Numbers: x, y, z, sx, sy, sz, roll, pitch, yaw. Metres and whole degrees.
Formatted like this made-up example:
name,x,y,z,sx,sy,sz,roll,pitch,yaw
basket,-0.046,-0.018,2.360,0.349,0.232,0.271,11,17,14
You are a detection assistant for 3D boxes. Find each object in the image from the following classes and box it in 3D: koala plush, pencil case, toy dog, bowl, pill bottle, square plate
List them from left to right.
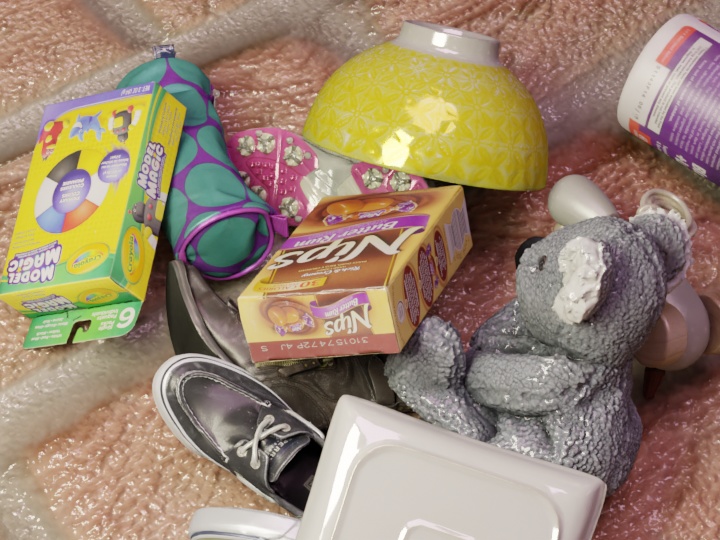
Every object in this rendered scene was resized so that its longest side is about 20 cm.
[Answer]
name,x,y,z,sx,sy,sz,roll,pitch,yaw
pencil case,-0.132,-0.084,1.854,0.092,0.085,0.200,-17,50,-12
square plate,0.051,0.208,1.606,0.200,0.028,0.199,18,82,-3
bowl,0.061,-0.138,1.852,0.200,0.108,0.200,12,11,-2
koala plush,0.157,0.044,1.689,0.184,0.200,0.177,42,28,24
toy dog,0.210,0.021,1.824,0.132,0.096,0.200,11,35,-23
pill bottle,0.323,-0.119,1.932,0.200,0.112,0.111,34,55,20

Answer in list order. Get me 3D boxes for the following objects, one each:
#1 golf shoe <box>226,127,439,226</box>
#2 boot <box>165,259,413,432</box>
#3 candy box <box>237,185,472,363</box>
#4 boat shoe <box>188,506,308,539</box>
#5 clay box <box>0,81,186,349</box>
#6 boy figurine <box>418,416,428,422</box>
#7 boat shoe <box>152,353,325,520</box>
name,x,y,z,sx,sy,sz,roll,pitch,yaw
golf shoe,-0.018,-0.065,1.883,0.200,0.075,0.091,19,8,27
boot,-0.041,0.054,1.781,0.174,0.069,0.200,-22,66,-24
candy box,0.000,0.000,1.715,0.116,0.057,0.200,-5,23,20
boat shoe,-0.029,0.219,1.638,0.200,0.072,0.062,16,67,6
clay box,-0.208,-0.041,1.788,0.115,0.048,0.200,-9,57,33
boy figurine,0.101,0.189,1.677,0.200,0.065,0.124,36,38,20
boat shoe,-0.062,0.130,1.662,0.200,0.068,0.072,43,78,-4
